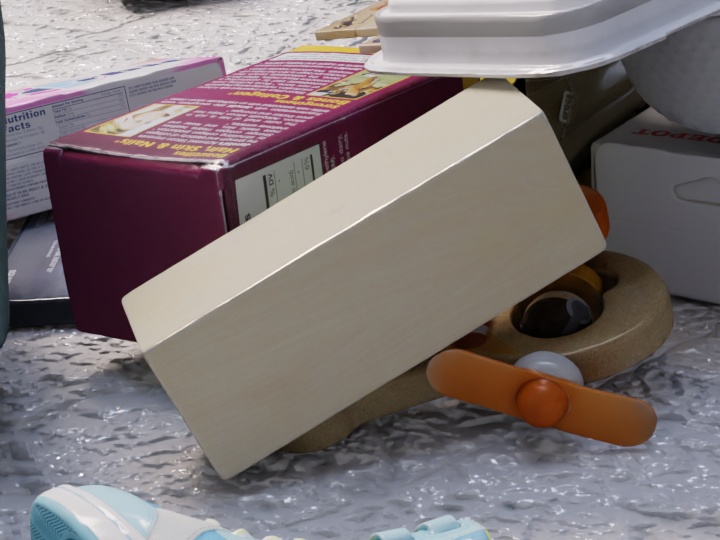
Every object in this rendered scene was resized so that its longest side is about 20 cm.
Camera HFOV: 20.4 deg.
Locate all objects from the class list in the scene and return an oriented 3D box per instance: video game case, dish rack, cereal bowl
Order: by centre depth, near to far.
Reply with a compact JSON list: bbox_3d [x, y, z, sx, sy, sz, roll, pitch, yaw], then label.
[{"bbox_3d":[0.112,-0.143,0.954,0.199,0.044,0.171,-25,19,-32],"label":"dish rack"},{"bbox_3d":[0.226,-0.114,0.982,0.198,0.084,0.200,-16,14,4],"label":"cereal bowl"},{"bbox_3d":[-0.101,-0.007,1.125,0.198,0.019,0.143,-4,22,5],"label":"video game case"}]

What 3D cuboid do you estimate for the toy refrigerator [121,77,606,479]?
[{"bbox_3d":[0.000,0.000,0.890,0.199,0.076,0.070,-32,27,-3],"label":"toy refrigerator"}]

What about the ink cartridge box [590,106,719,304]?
[{"bbox_3d":[0.232,-0.053,1.079,0.144,0.084,0.200,11,27,35],"label":"ink cartridge box"}]

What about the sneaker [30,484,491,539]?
[{"bbox_3d":[-0.022,0.119,0.718,0.130,0.080,0.199,-23,38,-34],"label":"sneaker"}]

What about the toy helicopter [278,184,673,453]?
[{"bbox_3d":[0.051,0.045,0.922,0.198,0.079,0.132,-19,33,-7],"label":"toy helicopter"}]

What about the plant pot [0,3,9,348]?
[{"bbox_3d":[-0.260,-0.042,0.972,0.194,0.200,0.197,-5,65,-1],"label":"plant pot"}]

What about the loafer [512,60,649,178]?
[{"bbox_3d":[0.118,-0.094,1.114,0.200,0.067,0.076,-42,-9,-16],"label":"loafer"}]

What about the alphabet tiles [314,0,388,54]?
[{"bbox_3d":[0.076,-0.146,1.077,0.199,0.008,0.167,2,24,45],"label":"alphabet tiles"}]

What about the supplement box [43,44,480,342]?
[{"bbox_3d":[-0.041,-0.041,1.023,0.130,0.104,0.199,10,25,40],"label":"supplement box"}]

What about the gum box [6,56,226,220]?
[{"bbox_3d":[-0.188,-0.078,1.222,0.199,0.067,0.113,-16,12,-26],"label":"gum box"}]

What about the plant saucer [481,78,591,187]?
[{"bbox_3d":[0.090,-0.090,1.226,0.198,0.049,0.200,0,22,0],"label":"plant saucer"}]
